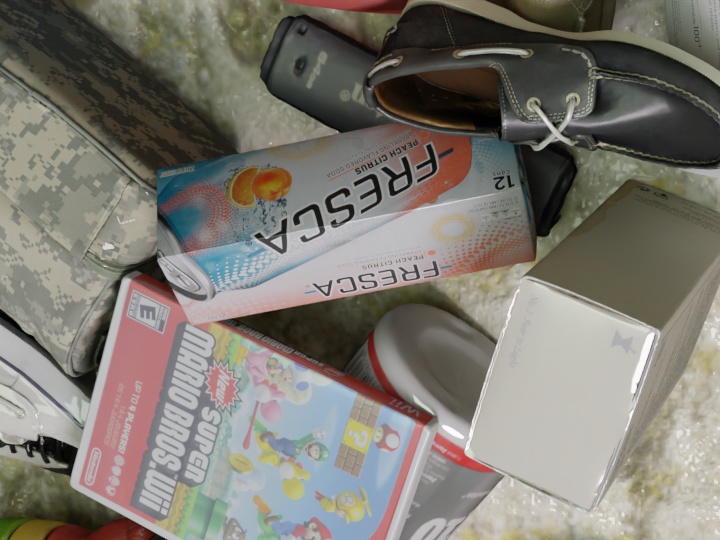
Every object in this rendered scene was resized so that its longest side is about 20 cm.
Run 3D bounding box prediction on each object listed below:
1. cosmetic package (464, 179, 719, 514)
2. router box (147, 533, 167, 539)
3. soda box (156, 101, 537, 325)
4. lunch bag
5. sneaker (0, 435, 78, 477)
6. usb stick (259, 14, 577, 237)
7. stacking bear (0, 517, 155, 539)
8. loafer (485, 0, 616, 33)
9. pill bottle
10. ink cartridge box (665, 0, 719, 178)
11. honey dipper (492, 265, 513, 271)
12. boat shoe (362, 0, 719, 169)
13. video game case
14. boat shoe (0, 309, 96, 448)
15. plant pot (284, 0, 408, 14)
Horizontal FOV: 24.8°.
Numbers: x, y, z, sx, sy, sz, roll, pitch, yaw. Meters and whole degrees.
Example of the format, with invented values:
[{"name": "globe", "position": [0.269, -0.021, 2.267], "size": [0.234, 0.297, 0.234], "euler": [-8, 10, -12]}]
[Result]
[{"name": "cosmetic package", "position": [0.130, 0.031, 0.844], "size": [0.073, 0.200, 0.104], "euler": [24, 113, 17]}, {"name": "router box", "position": [-0.087, 0.228, 0.997], "size": [0.149, 0.200, 0.051], "euler": [45, 119, 6]}, {"name": "soda box", "position": [-0.007, -0.030, 0.882], "size": [0.198, 0.064, 0.069], "euler": [-11, 143, 6]}, {"name": "lunch bag", "position": [-0.197, -0.051, 0.998], "size": [0.200, 0.139, 0.168], "euler": [39, 113, 9]}, {"name": "sneaker", "position": [-0.212, 0.107, 1.087], "size": [0.198, 0.080, 0.074], "euler": [22, 111, 15]}, {"name": "usb stick", "position": [0.032, -0.085, 0.948], "size": [0.199, 0.033, 0.056], "euler": [30, 115, 14]}, {"name": "stacking bear", "position": [-0.212, 0.216, 1.106], "size": [0.198, 0.114, 0.123], "euler": [-12, 100, 22]}, {"name": "loafer", "position": [0.095, -0.155, 0.846], "size": [0.076, 0.067, 0.201], "euler": [50, 145, 25]}, {"name": "pill bottle", "position": [0.006, 0.127, 0.976], "size": [0.114, 0.114, 0.200], "euler": [42, 117, 8]}, {"name": "ink cartridge box", "position": [0.219, -0.141, 0.766], "size": [0.083, 0.175, 0.202], "euler": [-12, 104, -18]}, {"name": "honey dipper", "position": [0.000, 0.000, 0.985], "size": [0.198, 0.038, 0.038], "euler": [-6, 103, 24]}, {"name": "boat shoe", "position": [0.096, -0.082, 0.810], "size": [0.199, 0.068, 0.072], "euler": [18, 141, 25]}, {"name": "video game case", "position": [-0.066, 0.104, 0.927], "size": [0.199, 0.017, 0.144], "euler": [25, 113, 16]}, {"name": "boat shoe", "position": [-0.216, 0.075, 1.027], "size": [0.199, 0.072, 0.066], "euler": [36, 95, -7]}, {"name": "plant pot", "position": [-0.010, -0.223, 0.846], "size": [0.199, 0.177, 0.203], "euler": [7, 107, 22]}]
